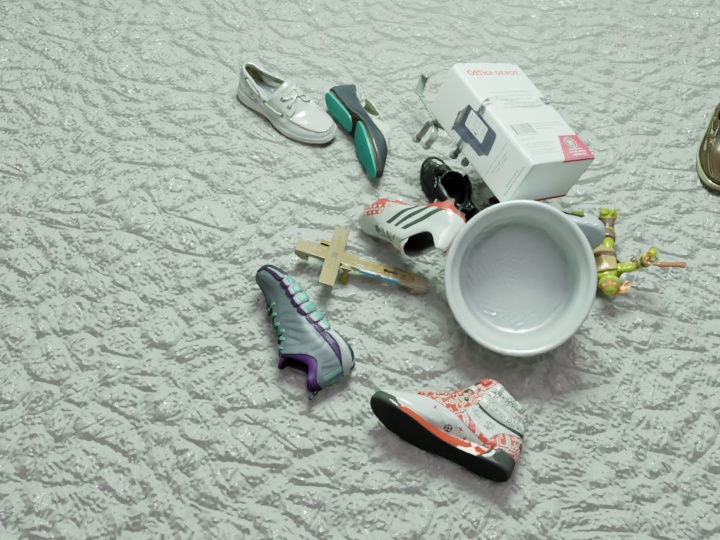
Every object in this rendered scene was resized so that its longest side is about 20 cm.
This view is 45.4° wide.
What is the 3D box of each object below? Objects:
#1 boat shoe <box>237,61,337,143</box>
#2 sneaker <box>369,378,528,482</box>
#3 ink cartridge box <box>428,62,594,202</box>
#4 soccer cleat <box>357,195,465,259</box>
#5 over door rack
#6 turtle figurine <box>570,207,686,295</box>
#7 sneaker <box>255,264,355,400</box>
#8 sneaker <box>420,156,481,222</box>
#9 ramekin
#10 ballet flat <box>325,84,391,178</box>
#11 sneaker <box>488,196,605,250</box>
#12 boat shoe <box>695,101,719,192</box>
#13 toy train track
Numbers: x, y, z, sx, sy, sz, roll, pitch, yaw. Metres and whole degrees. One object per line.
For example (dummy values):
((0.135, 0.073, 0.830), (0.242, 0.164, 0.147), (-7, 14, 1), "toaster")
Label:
((-0.124, -0.278, 1.412), (0.198, 0.070, 0.071), (31, 56, 16), "boat shoe")
((0.118, 0.179, 1.104), (0.199, 0.068, 0.109), (26, 55, 10), "sneaker")
((0.213, -0.198, 1.228), (0.143, 0.085, 0.201), (-11, 57, -39), "ink cartridge box")
((0.062, -0.056, 1.223), (0.198, 0.069, 0.086), (3, 56, 44), "soccer cleat")
((0.157, -0.218, 1.357), (0.145, 0.067, 0.202), (20, 33, -15), "over door rack")
((0.363, -0.020, 1.261), (0.196, 0.065, 0.163), (-14, 44, 14), "turtle figurine")
((-0.097, 0.078, 1.158), (0.087, 0.075, 0.200), (-35, 64, -20), "sneaker")
((0.136, -0.121, 1.297), (0.059, 0.105, 0.203), (-6, 55, -8), "sneaker")
((0.213, 0.009, 1.162), (0.196, 0.098, 0.205), (0, 92, 8), "ramekin")
((0.010, -0.233, 1.393), (0.072, 0.074, 0.201), (-19, 55, -17), "ballet flat")
((0.268, -0.084, 1.272), (0.197, 0.076, 0.115), (1, 45, 28), "sneaker")
((0.604, -0.223, 1.424), (0.073, 0.075, 0.205), (15, 55, 7), "boat shoe")
((0.000, 0.000, 1.248), (0.196, 0.033, 0.116), (17, 47, 0), "toy train track")
